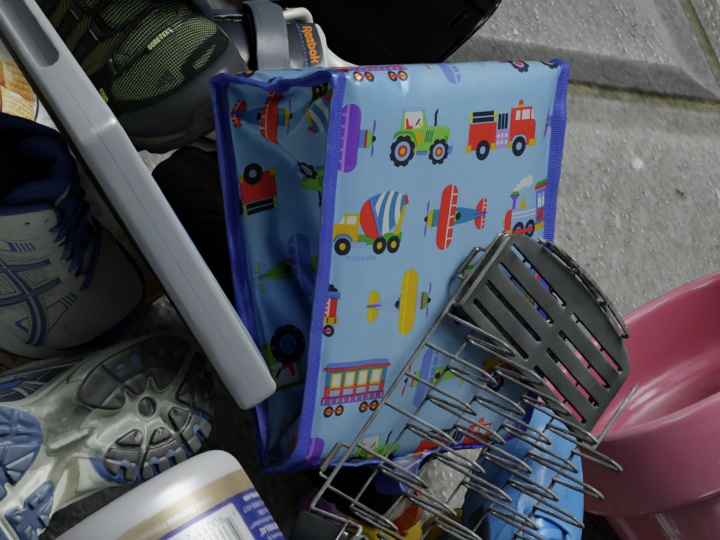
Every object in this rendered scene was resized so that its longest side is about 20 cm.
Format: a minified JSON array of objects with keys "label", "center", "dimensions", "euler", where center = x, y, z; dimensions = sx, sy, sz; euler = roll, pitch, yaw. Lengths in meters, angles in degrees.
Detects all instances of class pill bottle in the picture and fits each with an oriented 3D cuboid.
[{"label":"pill bottle","center":[-0.056,0.190,1.247],"dimensions":[0.116,0.116,0.201],"euler":[-22,79,-55]}]

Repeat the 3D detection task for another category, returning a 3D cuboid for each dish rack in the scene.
[{"label":"dish rack","center":[0.060,0.089,1.325],"dimensions":[0.201,0.054,0.153],"euler":[-55,136,-11]}]

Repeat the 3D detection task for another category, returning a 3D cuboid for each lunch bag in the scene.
[{"label":"lunch bag","center":[0.019,0.005,1.335],"dimensions":[0.150,0.094,0.202],"euler":[-5,95,-41]}]

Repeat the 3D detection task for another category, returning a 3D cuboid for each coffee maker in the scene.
[{"label":"coffee maker","center":[-0.026,-0.190,1.621],"dimensions":[0.199,0.134,0.193],"euler":[32,60,-27]}]

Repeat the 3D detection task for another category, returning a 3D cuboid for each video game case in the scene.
[{"label":"video game case","center":[-0.114,-0.054,1.262],"dimensions":[0.182,0.022,0.200],"euler":[54,-6,40]}]

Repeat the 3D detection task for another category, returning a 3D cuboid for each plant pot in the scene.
[{"label":"plant pot","center":[0.219,0.115,1.595],"dimensions":[0.180,0.199,0.200],"euler":[63,32,-14]}]

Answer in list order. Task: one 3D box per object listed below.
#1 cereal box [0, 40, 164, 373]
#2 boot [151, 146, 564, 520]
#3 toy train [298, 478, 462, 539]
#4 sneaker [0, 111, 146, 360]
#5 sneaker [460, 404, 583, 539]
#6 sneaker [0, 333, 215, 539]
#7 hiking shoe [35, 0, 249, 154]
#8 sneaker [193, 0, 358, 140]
[{"label":"cereal box","center":[-0.179,-0.053,1.375],"dimensions":[0.201,0.039,0.144],"euler":[55,33,0]},{"label":"boot","center":[-0.001,0.001,1.418],"dimensions":[0.158,0.079,0.212],"euler":[-42,107,-36]},{"label":"toy train","center":[0.038,0.104,1.488],"dimensions":[0.200,0.056,0.151],"euler":[43,36,-16]},{"label":"sneaker","center":[-0.148,-0.020,1.246],"dimensions":[0.200,0.088,0.076],"euler":[32,51,-47]},{"label":"sneaker","center":[0.084,0.161,1.407],"dimensions":[0.066,0.078,0.201],"euler":[23,70,-24]},{"label":"sneaker","center":[-0.163,0.084,1.257],"dimensions":[0.199,0.085,0.078],"euler":[-17,99,-34]},{"label":"hiking shoe","center":[-0.127,-0.130,1.389],"dimensions":[0.200,0.076,0.101],"euler":[40,-12,46]},{"label":"sneaker","center":[-0.069,-0.110,1.525],"dimensions":[0.199,0.079,0.079],"euler":[18,48,-39]}]
